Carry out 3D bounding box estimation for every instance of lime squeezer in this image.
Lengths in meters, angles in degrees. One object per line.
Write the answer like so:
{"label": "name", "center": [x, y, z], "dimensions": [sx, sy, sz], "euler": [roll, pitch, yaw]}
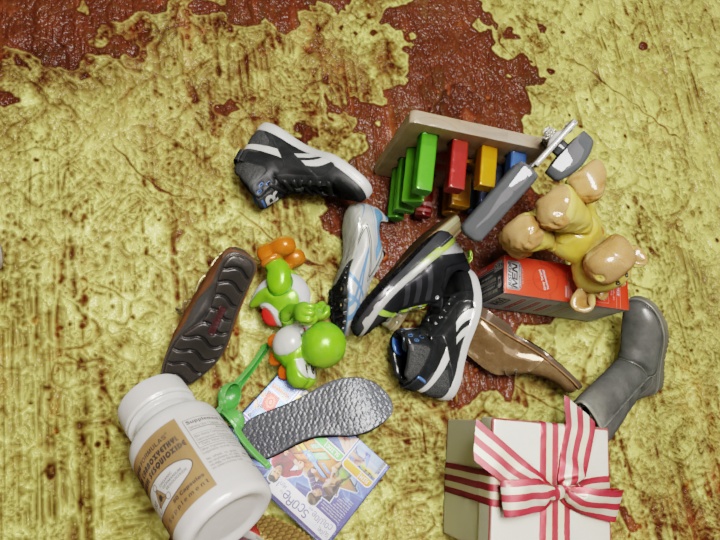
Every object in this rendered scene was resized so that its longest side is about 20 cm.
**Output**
{"label": "lime squeezer", "center": [-0.149, 0.177, 0.747], "dimensions": [0.071, 0.038, 0.200], "euler": [-4, 37, -7]}

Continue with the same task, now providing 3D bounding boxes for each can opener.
{"label": "can opener", "center": [0.211, -0.110, 0.740], "dimensions": [0.200, 0.053, 0.066], "euler": [-45, 87, 7]}

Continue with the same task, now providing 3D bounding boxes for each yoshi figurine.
{"label": "yoshi figurine", "center": [-0.074, 0.055, 0.788], "dimensions": [0.112, 0.112, 0.200], "euler": [-2, 69, -34]}

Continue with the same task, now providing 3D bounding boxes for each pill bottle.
{"label": "pill bottle", "center": [-0.204, 0.220, 0.688], "dimensions": [0.114, 0.114, 0.200], "euler": [-36, 55, -18]}

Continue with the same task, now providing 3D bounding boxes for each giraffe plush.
{"label": "giraffe plush", "center": [0.302, -0.035, 0.795], "dimensions": [0.173, 0.200, 0.162], "euler": [-40, 81, 23]}

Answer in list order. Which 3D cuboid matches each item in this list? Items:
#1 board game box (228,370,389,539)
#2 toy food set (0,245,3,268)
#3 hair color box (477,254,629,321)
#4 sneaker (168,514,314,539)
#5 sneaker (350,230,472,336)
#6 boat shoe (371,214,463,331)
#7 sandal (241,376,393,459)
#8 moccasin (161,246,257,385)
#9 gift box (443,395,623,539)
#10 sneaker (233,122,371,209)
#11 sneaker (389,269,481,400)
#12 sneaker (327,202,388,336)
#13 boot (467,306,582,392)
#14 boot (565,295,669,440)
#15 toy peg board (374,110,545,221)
{"label": "board game box", "center": [-0.078, 0.249, 0.784], "dimensions": [0.200, 0.034, 0.135], "euler": [43, 71, 1]}
{"label": "toy food set", "center": [-0.557, -0.076, 0.743], "dimensions": [0.143, 0.060, 0.200], "euler": [-14, 80, -15]}
{"label": "hair color box", "center": [0.289, 0.030, 0.888], "dimensions": [0.200, 0.102, 0.061], "euler": [8, 74, -12]}
{"label": "sneaker", "center": [-0.140, 0.355, 0.723], "dimensions": [0.200, 0.075, 0.090], "euler": [22, 92, 9]}
{"label": "sneaker", "center": [0.076, 0.031, 0.793], "dimensions": [0.200, 0.072, 0.083], "euler": [-44, 95, -9]}
{"label": "boat shoe", "center": [0.088, 0.000, 0.870], "dimensions": [0.063, 0.073, 0.200], "euler": [43, 82, -6]}
{"label": "sandal", "center": [-0.057, 0.192, 0.769], "dimensions": [0.200, 0.043, 0.076], "euler": [-13, 71, -5]}
{"label": "moccasin", "center": [-0.208, 0.060, 0.783], "dimensions": [0.074, 0.078, 0.202], "euler": [21, 91, -23]}
{"label": "gift box", "center": [0.210, 0.267, 0.767], "dimensions": [0.184, 0.187, 0.200], "euler": [3, 77, -13]}
{"label": "sneaker", "center": [-0.092, -0.122, 0.839], "dimensions": [0.200, 0.073, 0.112], "euler": [30, 75, 17]}
{"label": "sneaker", "center": [0.104, 0.077, 0.835], "dimensions": [0.112, 0.073, 0.200], "euler": [21, 73, -27]}
{"label": "sneaker", "center": [0.000, 0.000, 0.848], "dimensions": [0.072, 0.072, 0.200], "euler": [15, 78, -22]}
{"label": "boot", "center": [0.234, 0.134, 0.876], "dimensions": [0.200, 0.074, 0.076], "euler": [33, 87, 3]}
{"label": "boot", "center": [0.371, 0.151, 0.852], "dimensions": [0.200, 0.073, 0.182], "euler": [-20, 103, -29]}
{"label": "toy peg board", "center": [0.134, -0.125, 0.841], "dimensions": [0.199, 0.200, 0.098], "euler": [10, 78, -11]}
